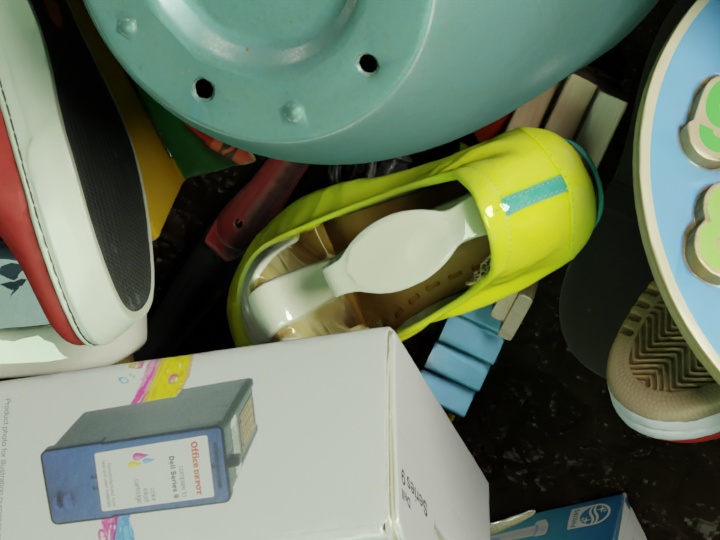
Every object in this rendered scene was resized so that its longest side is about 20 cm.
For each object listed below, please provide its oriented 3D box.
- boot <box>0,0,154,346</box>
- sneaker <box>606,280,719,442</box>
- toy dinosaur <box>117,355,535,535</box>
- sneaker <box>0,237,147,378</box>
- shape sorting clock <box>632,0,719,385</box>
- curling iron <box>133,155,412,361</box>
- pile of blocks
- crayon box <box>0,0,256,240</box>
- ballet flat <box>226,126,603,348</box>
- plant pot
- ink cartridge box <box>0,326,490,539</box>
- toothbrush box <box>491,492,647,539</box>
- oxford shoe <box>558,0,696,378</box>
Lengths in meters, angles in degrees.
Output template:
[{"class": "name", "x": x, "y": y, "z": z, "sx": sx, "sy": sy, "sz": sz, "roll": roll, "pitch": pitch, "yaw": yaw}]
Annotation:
[{"class": "boot", "x": -0.166, "y": -0.050, "z": 1.066, "sx": 0.144, "sy": 0.072, "sz": 0.200, "roll": -23, "pitch": 87, "yaw": 12}, {"class": "sneaker", "x": 0.167, "y": 0.024, "z": 1.055, "sx": 0.071, "sy": 0.200, "sz": 0.113, "roll": 38, "pitch": 150, "yaw": 34}, {"class": "toy dinosaur", "x": -0.041, "y": 0.092, "z": 1.200, "sx": 0.200, "sy": 0.058, "sz": 0.101, "roll": 27, "pitch": 142, "yaw": -6}, {"class": "sneaker", "x": -0.182, "y": 0.003, "z": 1.114, "sx": 0.200, "sy": 0.075, "sz": 0.085, "roll": -7, "pitch": 92, "yaw": -3}, {"class": "shape sorting clock", "x": 0.185, "y": -0.022, "z": 0.987, "sx": 0.200, "sy": 0.200, "sz": 0.039, "roll": 28, "pitch": 151, "yaw": -5}, {"class": "curling iron", "x": -0.043, "y": -0.010, "z": 1.163, "sx": 0.026, "sy": 0.050, "sz": 0.200, "roll": 4, "pitch": 145, "yaw": -41}, {"class": "pile of blocks", "x": 0.033, "y": -0.004, "z": 1.123, "sx": 0.062, "sy": 0.082, "sz": 0.200, "roll": 24, "pitch": 125, "yaw": -3}, {"class": "crayon box", "x": -0.157, "y": -0.057, "z": 1.153, "sx": 0.200, "sy": 0.051, "sz": 0.127, "roll": -16, "pitch": 117, "yaw": 22}, {"class": "ballet flat", "x": 0.000, "y": 0.000, "z": 1.069, "sx": 0.200, "sy": 0.067, "sz": 0.067, "roll": -25, "pitch": 90, "yaw": 45}, {"class": "plant pot", "x": -0.004, "y": -0.126, "z": 0.980, "sx": 0.200, "sy": 0.161, "sz": 0.201, "roll": 9, "pitch": 115, "yaw": 20}, {"class": "ink cartridge box", "x": -0.061, "y": 0.100, "z": 1.105, "sx": 0.200, "sy": 0.088, "sz": 0.145, "roll": -8, "pitch": 151, "yaw": 16}, {"class": "toothbrush box", "x": 0.040, "y": 0.192, "z": 1.247, "sx": 0.200, "sy": 0.085, "sz": 0.147, "roll": -13, "pitch": 118, "yaw": 23}, {"class": "oxford shoe", "x": 0.137, "y": -0.055, "z": 1.081, "sx": 0.071, "sy": 0.071, "sz": 0.200, "roll": 35, "pitch": 110, "yaw": 16}]
